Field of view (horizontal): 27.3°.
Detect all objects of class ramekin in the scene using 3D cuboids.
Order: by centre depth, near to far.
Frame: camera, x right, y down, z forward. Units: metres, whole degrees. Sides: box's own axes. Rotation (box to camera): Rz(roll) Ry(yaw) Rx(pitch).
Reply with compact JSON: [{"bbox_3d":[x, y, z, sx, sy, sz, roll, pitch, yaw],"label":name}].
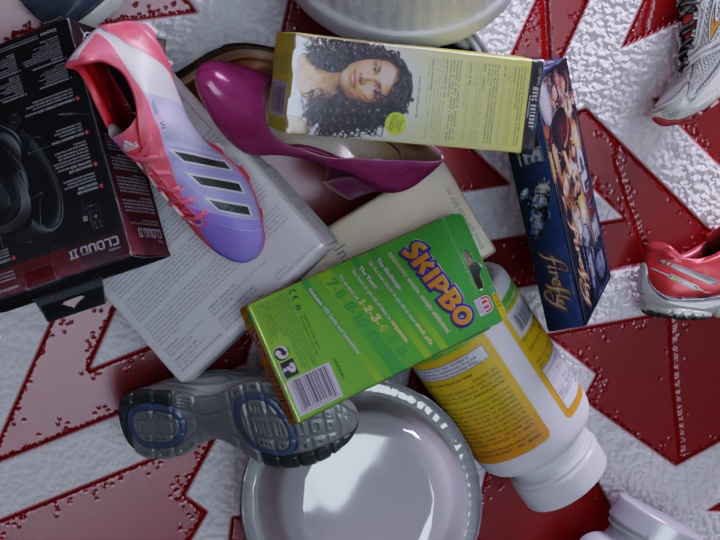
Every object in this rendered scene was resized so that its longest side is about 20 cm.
[{"bbox_3d":[0.034,-0.277,1.122,0.199,0.105,0.201,1,62,-2],"label":"ramekin"}]

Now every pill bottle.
[{"bbox_3d":[0.125,0.103,1.259,0.111,0.111,0.200,-36,106,-6],"label":"pill bottle"},{"bbox_3d":[0.222,0.307,1.318,0.112,0.112,0.201,26,92,-17],"label":"pill bottle"}]

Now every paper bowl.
[{"bbox_3d":[0.001,0.189,1.212,0.199,0.104,0.202,1,78,-6],"label":"paper bowl"}]

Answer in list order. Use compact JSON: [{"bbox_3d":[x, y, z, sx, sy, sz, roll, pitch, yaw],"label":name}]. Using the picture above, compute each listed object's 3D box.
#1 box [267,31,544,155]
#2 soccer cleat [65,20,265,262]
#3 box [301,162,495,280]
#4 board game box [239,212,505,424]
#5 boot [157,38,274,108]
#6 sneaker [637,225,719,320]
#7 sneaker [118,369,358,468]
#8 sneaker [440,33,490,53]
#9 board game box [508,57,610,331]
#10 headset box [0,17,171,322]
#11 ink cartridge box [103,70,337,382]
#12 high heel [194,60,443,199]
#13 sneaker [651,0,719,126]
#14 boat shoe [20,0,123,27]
[{"bbox_3d":[0.035,-0.130,1.093,0.199,0.050,0.076,1,100,-21],"label":"box"},{"bbox_3d":[-0.140,-0.084,1.064,0.076,0.066,0.201,-44,110,-48],"label":"soccer cleat"},{"bbox_3d":[0.000,0.000,1.218,0.199,0.078,0.095,-33,91,-8],"label":"box"},{"bbox_3d":[0.014,0.033,1.135,0.199,0.030,0.096,-24,91,-23],"label":"board game box"},{"bbox_3d":[-0.117,-0.103,1.181,0.199,0.077,0.156,1,101,-18],"label":"boot"},{"bbox_3d":[0.343,-0.002,1.319,0.199,0.077,0.085,-3,95,-14],"label":"sneaker"},{"bbox_3d":[-0.092,0.105,1.179,0.199,0.087,0.075,3,110,21],"label":"sneaker"},{"bbox_3d":[0.042,-0.210,1.184,0.074,0.116,0.200,-41,105,-3],"label":"sneaker"},{"bbox_3d":[0.163,-0.067,1.231,0.034,0.135,0.201,-9,104,21],"label":"board game box"},{"bbox_3d":[-0.239,-0.064,1.100,0.148,0.077,0.201,-18,86,15],"label":"headset box"},{"bbox_3d":[-0.142,-0.040,1.148,0.161,0.050,0.200,-43,84,10],"label":"ink cartridge box"},{"bbox_3d":[-0.030,-0.112,1.117,0.200,0.096,0.068,36,51,-37],"label":"high heel"},{"bbox_3d":[0.297,-0.214,1.276,0.082,0.078,0.201,29,82,-13],"label":"sneaker"},{"bbox_3d":[-0.178,-0.262,1.142,0.200,0.075,0.062,-42,118,5],"label":"boat shoe"}]
